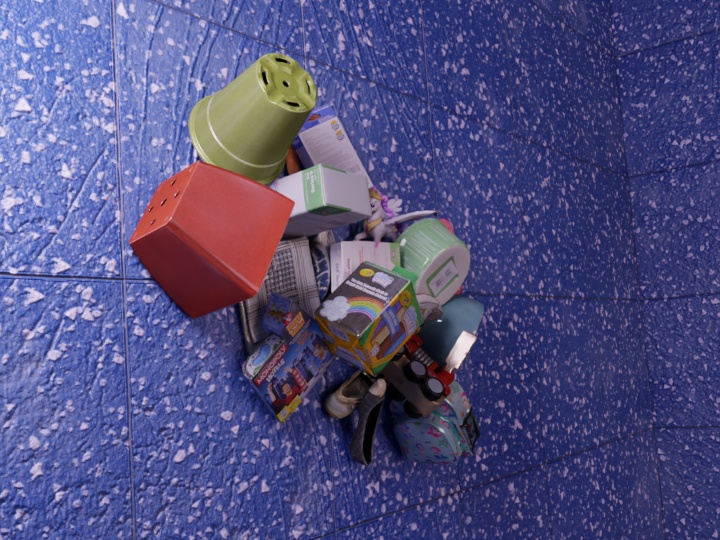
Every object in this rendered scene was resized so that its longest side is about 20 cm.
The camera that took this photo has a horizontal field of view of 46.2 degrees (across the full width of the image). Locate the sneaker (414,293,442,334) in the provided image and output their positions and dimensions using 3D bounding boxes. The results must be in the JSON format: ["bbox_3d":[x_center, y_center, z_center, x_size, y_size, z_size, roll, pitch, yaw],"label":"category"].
[{"bbox_3d":[0.104,0.104,1.776,0.200,0.078,0.082,-6,52,-45],"label":"sneaker"}]

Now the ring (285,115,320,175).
[{"bbox_3d":[-0.097,-0.233,1.794,0.200,0.019,0.201,14,72,-52],"label":"ring"}]

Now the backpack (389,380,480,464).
[{"bbox_3d":[0.159,0.331,1.892,0.151,0.177,0.200,-48,127,-49],"label":"backpack"}]

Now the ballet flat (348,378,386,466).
[{"bbox_3d":[0.025,0.311,1.746,0.066,0.057,0.200,-15,126,-49],"label":"ballet flat"}]

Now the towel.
[{"bbox_3d":[-0.154,0.046,1.622,0.192,0.034,0.201,-16,102,-48],"label":"towel"}]

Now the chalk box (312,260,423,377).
[{"bbox_3d":[0.031,0.075,1.602,0.200,0.125,0.124,-45,138,-25],"label":"chalk box"}]

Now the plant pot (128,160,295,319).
[{"bbox_3d":[-0.260,-0.065,1.411,0.176,0.200,0.200,39,53,-28],"label":"plant pot"}]

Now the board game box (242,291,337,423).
[{"bbox_3d":[-0.140,0.147,1.581,0.200,0.062,0.200,-50,137,-25],"label":"board game box"}]

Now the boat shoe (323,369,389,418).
[{"bbox_3d":[0.005,0.245,1.779,0.200,0.063,0.073,-19,65,-49],"label":"boat shoe"}]

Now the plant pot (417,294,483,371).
[{"bbox_3d":[0.179,0.131,1.977,0.135,0.200,0.200,30,51,-3],"label":"plant pot"}]

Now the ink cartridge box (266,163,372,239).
[{"bbox_3d":[-0.101,-0.126,1.613,0.145,0.200,0.088,7,70,-52],"label":"ink cartridge box"}]

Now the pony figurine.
[{"bbox_3d":[0.060,-0.096,1.891,0.193,0.166,0.201,-5,103,-46],"label":"pony figurine"}]

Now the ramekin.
[{"bbox_3d":[0.151,-0.007,1.876,0.200,0.098,0.200,-29,140,-29],"label":"ramekin"}]

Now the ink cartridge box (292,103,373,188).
[{"bbox_3d":[-0.065,-0.236,1.751,0.119,0.042,0.200,-33,99,-39],"label":"ink cartridge box"}]

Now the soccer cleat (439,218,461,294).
[{"bbox_3d":[0.218,-0.030,2.153,0.076,0.067,0.201,38,41,-82],"label":"soccer cleat"}]

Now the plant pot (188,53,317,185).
[{"bbox_3d":[-0.174,-0.281,1.504,0.200,0.190,0.200,19,55,-30],"label":"plant pot"}]

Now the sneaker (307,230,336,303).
[{"bbox_3d":[-0.078,-0.031,1.735,0.085,0.077,0.201,10,76,-56],"label":"sneaker"}]

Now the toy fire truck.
[{"bbox_3d":[0.142,0.188,1.804,0.176,0.129,0.200,45,39,12],"label":"toy fire truck"}]

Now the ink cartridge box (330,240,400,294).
[{"bbox_3d":[0.000,0.000,1.714,0.200,0.067,0.117,2,86,-54],"label":"ink cartridge box"}]
